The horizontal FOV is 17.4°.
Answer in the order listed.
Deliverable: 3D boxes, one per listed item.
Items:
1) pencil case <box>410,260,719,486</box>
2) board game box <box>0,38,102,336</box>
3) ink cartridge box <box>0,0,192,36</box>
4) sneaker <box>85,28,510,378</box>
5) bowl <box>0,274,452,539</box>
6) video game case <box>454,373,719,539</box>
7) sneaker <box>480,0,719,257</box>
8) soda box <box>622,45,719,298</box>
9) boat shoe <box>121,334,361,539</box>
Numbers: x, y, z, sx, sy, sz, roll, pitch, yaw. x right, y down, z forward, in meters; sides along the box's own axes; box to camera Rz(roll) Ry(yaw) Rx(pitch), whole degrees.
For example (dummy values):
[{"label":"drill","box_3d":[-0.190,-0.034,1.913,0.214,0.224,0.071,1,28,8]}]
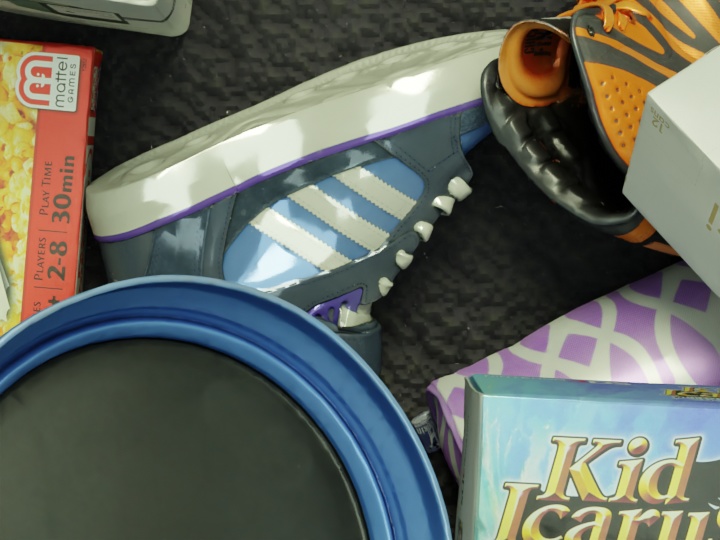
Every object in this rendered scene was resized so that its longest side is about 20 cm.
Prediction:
[{"label":"pencil case","box_3d":[0.123,0.047,0.939,0.199,0.084,0.086,-25,117,-1]},{"label":"board game box","box_3d":[-0.208,-0.022,0.936,0.198,0.046,0.153,4,93,-2]},{"label":"ink cartridge box","box_3d":[-0.097,-0.167,0.858,0.083,0.200,0.147,8,92,-2]},{"label":"sneaker","box_3d":[0.000,0.000,0.939,0.199,0.081,0.147,-22,104,-7]},{"label":"bowl","box_3d":[-0.064,0.103,0.800,0.199,0.039,0.202,7,74,-26]},{"label":"video game case","box_3d":[0.132,0.134,0.841,0.198,0.045,0.183,3,95,-4]},{"label":"sneaker","box_3d":[0.101,-0.106,0.896,0.112,0.077,0.201,5,68,-38]},{"label":"soda box","box_3d":[0.179,0.010,0.798,0.063,0.068,0.200,-33,66,-19]},{"label":"boat shoe","box_3d":[-0.027,0.083,0.882,0.200,0.072,0.066,39,94,-12]}]
